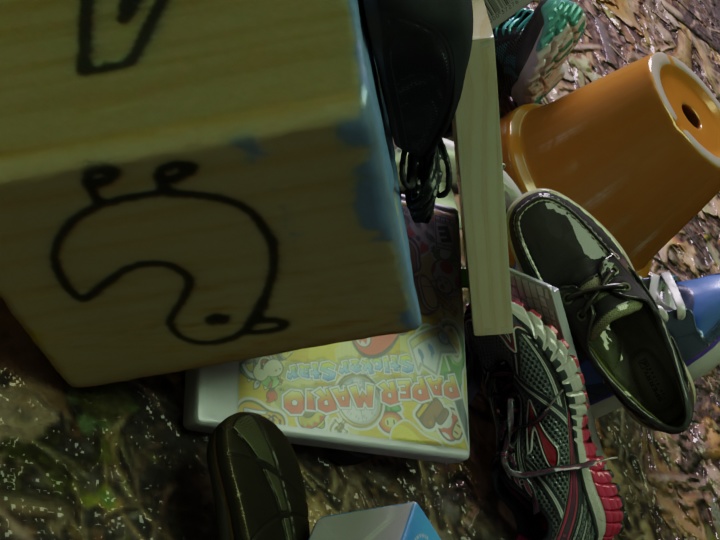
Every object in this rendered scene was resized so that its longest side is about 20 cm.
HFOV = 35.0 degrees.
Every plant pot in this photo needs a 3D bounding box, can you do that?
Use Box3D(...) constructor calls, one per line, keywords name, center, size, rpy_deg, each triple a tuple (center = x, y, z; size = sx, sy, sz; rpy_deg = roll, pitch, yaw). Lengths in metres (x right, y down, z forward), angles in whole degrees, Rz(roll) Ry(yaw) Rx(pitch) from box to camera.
Box3D(name="plant pot", center=(0.229, -0.091, 1.025), size=(0.200, 0.183, 0.201), rpy_deg=(28, 44, -30))

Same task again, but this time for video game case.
Box3D(name="video game case", center=(-0.016, 0.024, 0.740), size=(0.199, 0.023, 0.183), rpy_deg=(13, 65, -30))

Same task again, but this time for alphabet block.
Box3D(name="alphabet block", center=(-0.087, -0.077, 0.599), size=(0.196, 0.199, 0.197), rpy_deg=(73, 8, -54))

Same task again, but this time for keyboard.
Box3D(name="keyboard", center=(0.146, 0.090, 0.832), size=(0.011, 0.056, 0.201), rpy_deg=(-30, 117, -24))

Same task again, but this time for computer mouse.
Box3D(name="computer mouse", center=(0.033, -0.124, 0.602), size=(0.200, 0.053, 0.139), rpy_deg=(70, 12, -67))

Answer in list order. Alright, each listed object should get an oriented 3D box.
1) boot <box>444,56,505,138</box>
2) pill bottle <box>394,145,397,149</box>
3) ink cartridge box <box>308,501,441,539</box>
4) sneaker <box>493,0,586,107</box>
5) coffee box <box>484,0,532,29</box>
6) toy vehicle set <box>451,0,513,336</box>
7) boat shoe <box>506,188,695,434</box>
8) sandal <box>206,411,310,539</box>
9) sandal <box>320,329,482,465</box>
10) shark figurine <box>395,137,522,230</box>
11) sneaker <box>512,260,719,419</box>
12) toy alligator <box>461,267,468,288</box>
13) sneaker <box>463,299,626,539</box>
Box3D(name="boot", center=(0.051, -0.220, 1.032), size=(0.200, 0.068, 0.131), rpy_deg=(55, 34, -1))
Box3D(name="pill bottle", center=(-0.019, -0.186, 0.881), size=(0.112, 0.112, 0.200), rpy_deg=(12, 47, -42))
Box3D(name="ink cartridge box", center=(0.034, 0.235, 0.599), size=(0.200, 0.067, 0.116), rpy_deg=(59, 32, -24))
Box3D(name="sneaker", center=(0.150, -0.216, 1.082), size=(0.091, 0.200, 0.078), rpy_deg=(44, 80, 7))
Box3D(name="coffee box", center=(0.029, -0.259, 0.776), size=(0.200, 0.080, 0.113), rpy_deg=(52, 7, -30))
Box3D(name="toy vehicle set", center=(0.076, -0.074, 0.747), size=(0.124, 0.026, 0.201), rpy_deg=(-88, 171, -61))
Box3D(name="boat shoe", center=(0.175, 0.028, 0.803), size=(0.201, 0.072, 0.066), rpy_deg=(56, 3, -1))
Box3D(name="sandal", center=(-0.058, 0.176, 0.601), size=(0.082, 0.054, 0.201), rpy_deg=(14, 58, -57))
Box3D(name="sandal", center=(0.042, 0.077, 0.799), size=(0.075, 0.048, 0.200), rpy_deg=(56, 37, 4))
Box3D(name="shark figurine", center=(0.081, -0.063, 0.938), size=(0.214, 0.089, 0.128), rpy_deg=(28, 76, -18))
Box3D(name="sneaker", center=(0.185, 0.026, 0.863), size=(0.147, 0.200, 0.081), rpy_deg=(48, 23, -26))
Box3D(name="toy alligator", center=(0.000, 0.000, 0.817), size=(0.199, 0.054, 0.060), rpy_deg=(5, 83, -36))
Box3D(name="sneaker", center=(0.119, 0.112, 0.799), size=(0.075, 0.081, 0.201), rpy_deg=(-24, 94, -23))
